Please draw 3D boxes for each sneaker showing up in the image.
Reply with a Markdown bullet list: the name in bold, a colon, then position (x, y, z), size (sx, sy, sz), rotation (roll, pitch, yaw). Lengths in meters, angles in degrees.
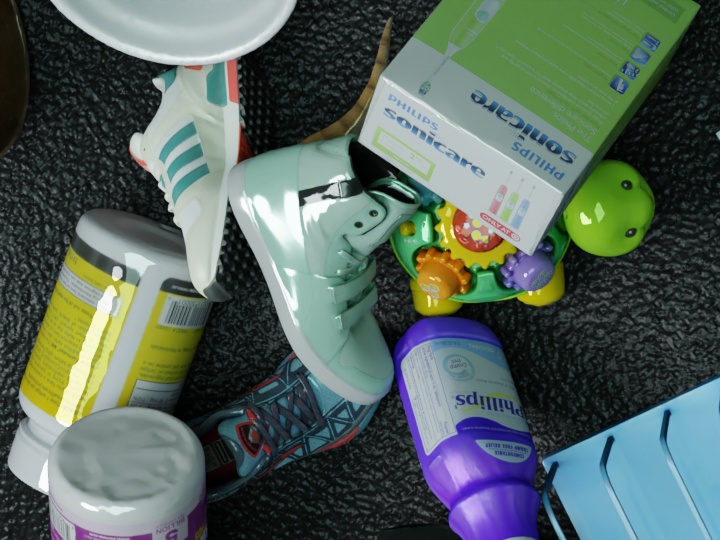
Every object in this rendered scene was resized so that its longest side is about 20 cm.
- **sneaker**: position (-0.067, 0.120, 1.677), size (0.200, 0.096, 0.079), rotation (-34, 92, 13)
- **sneaker**: position (0.000, 0.000, 1.587), size (0.118, 0.074, 0.201), rotation (-17, 111, 30)
- **sneaker**: position (-0.119, -0.065, 1.645), size (0.093, 0.070, 0.200), rotation (-8, 63, 20)

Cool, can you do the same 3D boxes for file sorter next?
- **file sorter**: position (0.242, 0.165, 1.618), size (0.200, 0.123, 0.139), rotation (-26, 93, 13)

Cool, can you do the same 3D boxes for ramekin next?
- **ramekin**: position (-0.129, -0.250, 1.592), size (0.200, 0.098, 0.201), rotation (8, 137, 7)

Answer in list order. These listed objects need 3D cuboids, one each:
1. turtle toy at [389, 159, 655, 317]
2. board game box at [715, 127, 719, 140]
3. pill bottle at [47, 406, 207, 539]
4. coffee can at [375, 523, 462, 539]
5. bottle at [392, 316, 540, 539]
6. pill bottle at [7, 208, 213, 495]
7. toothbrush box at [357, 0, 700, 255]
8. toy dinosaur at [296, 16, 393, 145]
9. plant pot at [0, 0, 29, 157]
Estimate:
- **turtle toy**: position (0.108, -0.040, 1.619), size (0.199, 0.101, 0.146), rotation (-6, 97, 4)
- **board game box**: position (0.369, -0.093, 1.602), size (0.200, 0.034, 0.136), rotation (-32, 92, 13)
- **pill bottle**: position (-0.163, 0.205, 1.627), size (0.112, 0.112, 0.200), rotation (8, 128, 8)
- **coffee can**: position (0.066, 0.301, 1.655), size (0.146, 0.146, 0.201), rotation (11, 100, 8)
- **bottle**: position (0.082, 0.127, 1.609), size (0.083, 0.200, 0.065), rotation (10, 137, -31)
- **pill bottle**: position (-0.184, 0.066, 1.680), size (0.114, 0.114, 0.200), rotation (23, 101, 6)
- **toothbrush box**: position (0.116, -0.135, 1.555), size (0.145, 0.086, 0.200), rotation (33, 58, 7)
- **toy dinosaur**: position (-0.023, -0.079, 1.654), size (0.200, 0.060, 0.106), rotation (-43, 79, 14)
- **plant pot**: position (-0.376, -0.148, 1.663), size (0.200, 0.187, 0.187), rotation (-11, 96, 26)
